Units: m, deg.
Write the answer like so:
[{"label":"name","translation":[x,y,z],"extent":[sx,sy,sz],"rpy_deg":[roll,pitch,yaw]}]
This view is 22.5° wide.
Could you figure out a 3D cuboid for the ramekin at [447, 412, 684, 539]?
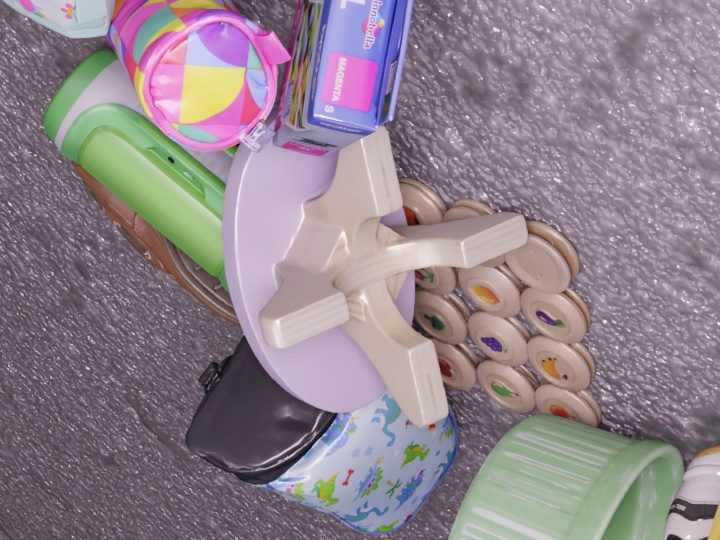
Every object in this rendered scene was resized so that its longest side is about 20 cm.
[{"label":"ramekin","translation":[0.129,0.193,1.191],"extent":[0.097,0.200,0.201],"rpy_deg":[20,145,25]}]

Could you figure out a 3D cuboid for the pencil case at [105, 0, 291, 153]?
[{"label":"pencil case","translation":[-0.102,-0.135,1.079],"extent":[0.089,0.088,0.200],"rpy_deg":[58,177,-28]}]

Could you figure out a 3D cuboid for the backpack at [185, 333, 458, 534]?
[{"label":"backpack","translation":[-0.015,0.105,1.286],"extent":[0.153,0.164,0.200],"rpy_deg":[32,170,16]}]

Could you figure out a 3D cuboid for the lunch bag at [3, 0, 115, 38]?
[{"label":"lunch bag","translation":[-0.199,-0.251,1.045],"extent":[0.200,0.121,0.171],"rpy_deg":[51,154,21]}]

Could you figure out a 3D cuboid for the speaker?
[{"label":"speaker","translation":[-0.125,-0.066,1.270],"extent":[0.200,0.089,0.089],"rpy_deg":[40,151,3]}]

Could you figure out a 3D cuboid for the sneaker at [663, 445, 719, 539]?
[{"label":"sneaker","translation":[0.275,0.206,1.158],"extent":[0.200,0.088,0.076],"rpy_deg":[39,149,2]}]

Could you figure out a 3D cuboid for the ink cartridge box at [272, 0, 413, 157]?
[{"label":"ink cartridge box","translation":[-0.008,-0.128,0.950],"extent":[0.042,0.121,0.200],"rpy_deg":[11,177,-12]}]

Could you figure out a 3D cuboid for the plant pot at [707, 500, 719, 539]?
[{"label":"plant pot","translation":[0.302,0.153,0.966],"extent":[0.188,0.202,0.201],"rpy_deg":[24,149,2]}]

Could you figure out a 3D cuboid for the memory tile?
[{"label":"memory tile","translation":[0.089,0.029,1.212],"extent":[0.152,0.017,0.201],"rpy_deg":[21,145,31]}]

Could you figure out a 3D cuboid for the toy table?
[{"label":"toy table","translation":[0.000,0.000,1.113],"extent":[0.117,0.183,0.201],"rpy_deg":[16,135,58]}]

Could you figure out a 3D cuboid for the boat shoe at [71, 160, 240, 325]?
[{"label":"boat shoe","translation":[-0.136,-0.036,1.348],"extent":[0.200,0.072,0.068],"rpy_deg":[49,155,6]}]
